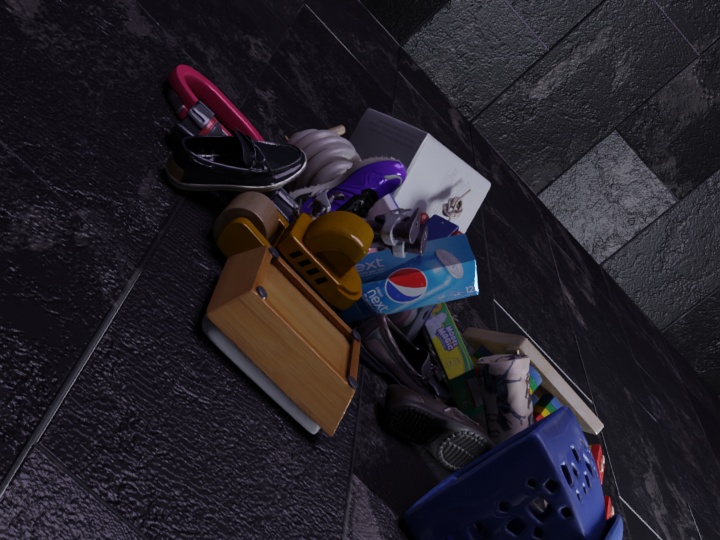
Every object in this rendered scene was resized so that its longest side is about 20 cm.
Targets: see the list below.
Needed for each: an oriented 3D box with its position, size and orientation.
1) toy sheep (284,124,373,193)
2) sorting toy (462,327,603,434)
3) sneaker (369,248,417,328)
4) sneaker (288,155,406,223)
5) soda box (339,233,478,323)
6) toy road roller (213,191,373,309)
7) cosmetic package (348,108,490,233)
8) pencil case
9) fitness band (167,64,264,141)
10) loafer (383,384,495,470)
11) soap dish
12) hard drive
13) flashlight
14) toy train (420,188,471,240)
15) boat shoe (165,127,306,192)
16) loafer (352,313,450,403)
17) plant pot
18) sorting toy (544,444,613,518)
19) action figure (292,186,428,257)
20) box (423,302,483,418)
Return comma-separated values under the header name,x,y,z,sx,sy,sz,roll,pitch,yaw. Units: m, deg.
name,x,y,z,sx,sy,sz,roll,pitch,yaw
toy sheep,-0.054,-0.150,1.648,0.137,0.138,0.200,27,15,-49
sorting toy,0.251,0.189,1.683,0.199,0.070,0.200,47,-13,-14
sneaker,0.000,0.000,1.578,0.104,0.075,0.201,16,35,-55
sneaker,-0.018,-0.085,1.530,0.070,0.198,0.100,59,10,-55
soda box,0.062,0.011,1.500,0.068,0.197,0.065,-106,-176,-53
toy road roller,-0.073,-0.034,1.352,0.200,0.146,0.123,46,18,-10
cosmetic package,0.079,-0.141,1.812,0.164,0.166,0.199,30,0,44
pencil case,0.218,0.215,1.536,0.089,0.077,0.203,-1,81,-63
fitness band,-0.209,-0.218,1.579,0.200,0.037,0.144,47,16,-11
loafer,0.106,0.201,1.427,0.199,0.073,0.072,36,24,-36
soap dish,-0.082,0.074,1.226,0.200,0.081,0.158,46,18,-15
hard drive,0.053,-0.009,1.636,0.025,0.133,0.201,-7,53,-31
flashlight,-0.168,-0.139,1.454,0.200,0.068,0.068,42,-2,-12
toy train,0.125,-0.035,1.745,0.084,0.117,0.200,29,51,24
boat shoe,-0.153,-0.145,1.381,0.198,0.063,0.075,-6,49,-32
loafer,0.069,0.129,1.500,0.199,0.063,0.072,38,22,-33
plant pot,0.196,0.297,1.269,0.181,0.199,0.200,59,19,10
sorting toy,0.308,0.337,1.482,0.199,0.069,0.203,-33,113,-72
action figure,-0.013,-0.049,1.435,0.131,0.197,0.070,72,24,-50
box,0.134,0.116,1.641,0.118,0.048,0.201,67,0,-48
